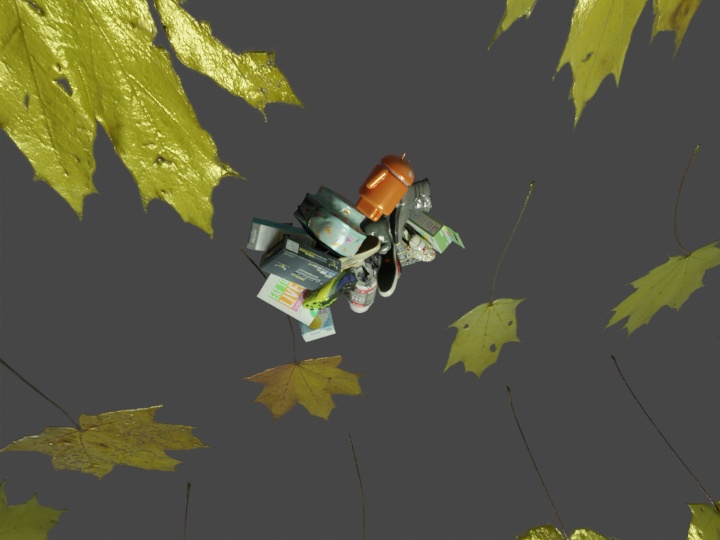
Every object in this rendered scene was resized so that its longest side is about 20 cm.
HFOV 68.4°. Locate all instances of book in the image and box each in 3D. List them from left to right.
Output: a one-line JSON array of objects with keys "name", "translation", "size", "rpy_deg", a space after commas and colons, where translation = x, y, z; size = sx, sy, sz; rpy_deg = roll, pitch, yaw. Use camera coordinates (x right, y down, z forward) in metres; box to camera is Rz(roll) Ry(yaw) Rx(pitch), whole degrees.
[{"name": "book", "translation": [-0.218, 0.075, 1.715], "size": [0.198, 0.048, 0.135], "rpy_deg": [30, 108, -15]}]

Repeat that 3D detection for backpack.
[{"name": "backpack", "translation": [-0.073, -0.136, 1.530], "size": [0.154, 0.201, 0.175], "rpy_deg": [-47, 139, 12]}]

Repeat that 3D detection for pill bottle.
[{"name": "pill bottle", "translation": [0.004, 0.070, 1.959], "size": [0.108, 0.112, 0.201], "rpy_deg": [-9, 147, -11]}]

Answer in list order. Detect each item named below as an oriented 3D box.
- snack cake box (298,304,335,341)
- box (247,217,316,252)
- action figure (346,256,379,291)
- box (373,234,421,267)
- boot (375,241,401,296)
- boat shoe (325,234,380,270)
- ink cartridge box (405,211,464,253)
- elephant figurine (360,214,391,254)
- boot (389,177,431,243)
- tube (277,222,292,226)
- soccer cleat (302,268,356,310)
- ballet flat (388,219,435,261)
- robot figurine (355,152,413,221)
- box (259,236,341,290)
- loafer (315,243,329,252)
[{"name": "snack cake box", "translation": [-0.167, 0.140, 1.900], "size": [0.113, 0.203, 0.068], "rpy_deg": [-17, 148, 1]}, {"name": "box", "translation": [-0.235, -0.093, 1.590], "size": [0.196, 0.049, 0.084], "rpy_deg": [12, 112, -16]}, {"name": "action figure", "translation": [0.000, 0.000, 1.760], "size": [0.117, 0.201, 0.103], "rpy_deg": [-21, 117, 17]}, {"name": "box", "translation": [0.144, -0.072, 1.869], "size": [0.196, 0.050, 0.162], "rpy_deg": [-18, 149, 2]}, {"name": "boot", "translation": [0.104, 0.022, 1.763], "size": [0.071, 0.203, 0.145], "rpy_deg": [-6, 144, 16]}, {"name": "boat shoe", "translation": [-0.017, -0.048, 1.604], "size": [0.197, 0.073, 0.065], "rpy_deg": [-21, 136, 28]}, {"name": "ink cartridge box", "translation": [0.230, -0.122, 1.691], "size": [0.059, 0.199, 0.104], "rpy_deg": [-48, 145, -5]}, {"name": "elephant figurine", "translation": [-0.010, -0.099, 1.672], "size": [0.196, 0.159, 0.141], "rpy_deg": [-8, 178, -17]}, {"name": "boot", "translation": [0.159, -0.179, 1.634], "size": [0.129, 0.070, 0.203], "rpy_deg": [-6, 121, -13]}, {"name": "tube", "translation": [-0.255, -0.081, 1.677], "size": [0.058, 0.052, 0.202], "rpy_deg": [-44, 160, -34]}, {"name": "soccer cleat", "translation": [-0.101, 0.060, 1.671], "size": [0.198, 0.085, 0.065], "rpy_deg": [-28, 150, 18]}, {"name": "ballet flat", "translation": [0.155, -0.101, 1.703], "size": [0.076, 0.199, 0.064], "rpy_deg": [-46, 154, -12]}, {"name": "robot figurine", "translation": [0.072, -0.238, 1.489], "size": [0.143, 0.117, 0.201], "rpy_deg": [33, 98, -32]}, {"name": "box", "translation": [-0.178, -0.016, 1.573], "size": [0.198, 0.052, 0.157], "rpy_deg": [25, 147, -30]}, {"name": "loafer", "translation": [-0.170, -0.075, 1.690], "size": [0.198, 0.071, 0.074], "rpy_deg": [-28, 107, -17]}]
